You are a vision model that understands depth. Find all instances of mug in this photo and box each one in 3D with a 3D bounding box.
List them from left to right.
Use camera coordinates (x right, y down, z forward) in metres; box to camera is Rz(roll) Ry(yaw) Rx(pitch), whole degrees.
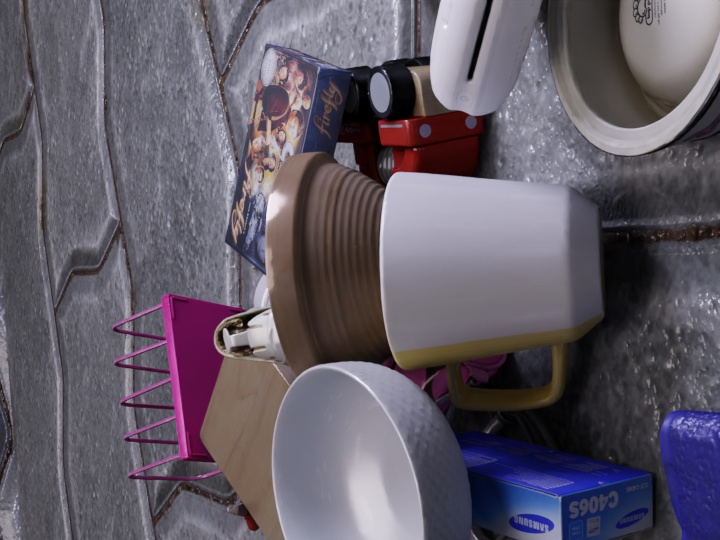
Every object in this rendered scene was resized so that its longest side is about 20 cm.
[{"bbox_3d":[0.107,0.006,0.970,0.187,0.152,0.150,64,-154,-59],"label":"mug"}]

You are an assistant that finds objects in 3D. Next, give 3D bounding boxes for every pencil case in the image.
[{"bbox_3d":[0.046,0.118,1.125,0.200,0.090,0.094,-57,38,36],"label":"pencil case"}]

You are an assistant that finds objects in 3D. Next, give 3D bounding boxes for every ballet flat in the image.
[{"bbox_3d":[-0.086,0.064,1.193,0.200,0.062,0.068,-17,83,65],"label":"ballet flat"}]

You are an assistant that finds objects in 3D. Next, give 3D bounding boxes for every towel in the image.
[{"bbox_3d":[0.268,0.160,0.771,0.200,0.049,0.149,-6,92,63],"label":"towel"}]

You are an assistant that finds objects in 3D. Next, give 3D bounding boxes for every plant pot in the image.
[{"bbox_3d":[0.000,0.000,1.051,0.201,0.092,0.202,-6,-90,-73],"label":"plant pot"}]

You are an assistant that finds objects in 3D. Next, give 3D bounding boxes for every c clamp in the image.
[{"bbox_3d":[0.108,0.172,1.100,0.200,0.027,0.172,-52,47,50],"label":"c clamp"}]

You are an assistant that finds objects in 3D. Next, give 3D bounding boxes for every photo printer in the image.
[{"bbox_3d":[0.105,-0.224,0.941,0.167,0.069,0.201,102,-175,-46],"label":"photo printer"}]

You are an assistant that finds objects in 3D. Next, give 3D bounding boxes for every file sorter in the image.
[{"bbox_3d":[-0.219,0.151,1.583,0.125,0.139,0.201,-22,68,33],"label":"file sorter"}]

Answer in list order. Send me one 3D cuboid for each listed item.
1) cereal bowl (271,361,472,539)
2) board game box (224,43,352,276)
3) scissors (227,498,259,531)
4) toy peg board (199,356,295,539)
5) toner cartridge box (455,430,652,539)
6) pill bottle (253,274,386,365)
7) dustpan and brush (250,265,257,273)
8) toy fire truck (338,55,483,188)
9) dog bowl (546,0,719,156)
[{"bbox_3d":[0.018,0.163,0.965,0.200,0.083,0.201,15,109,53],"label":"cereal bowl"},{"bbox_3d":[-0.071,-0.102,1.201,0.135,0.034,0.201,34,114,59],"label":"board game box"},{"bbox_3d":[-0.133,0.284,1.490,0.200,0.014,0.074,-78,-18,-85],"label":"scissors"},{"bbox_3d":[-0.068,0.177,1.406,0.199,0.097,0.201,49,136,31],"label":"toy peg board"},{"bbox_3d":[0.117,0.164,0.978,0.200,0.095,0.043,6,100,55],"label":"toner cartridge box"},{"bbox_3d":[-0.027,0.058,1.273,0.200,0.114,0.115,34,120,59],"label":"pill bottle"},{"bbox_3d":[-0.052,-0.053,1.351,0.057,0.139,0.200,62,-177,-27],"label":"dustpan and brush"},{"bbox_3d":[0.028,-0.089,1.175,0.176,0.128,0.201,13,113,62],"label":"toy fire truck"},{"bbox_3d":[0.209,-0.175,0.848,0.200,0.073,0.201,5,95,63],"label":"dog bowl"}]
